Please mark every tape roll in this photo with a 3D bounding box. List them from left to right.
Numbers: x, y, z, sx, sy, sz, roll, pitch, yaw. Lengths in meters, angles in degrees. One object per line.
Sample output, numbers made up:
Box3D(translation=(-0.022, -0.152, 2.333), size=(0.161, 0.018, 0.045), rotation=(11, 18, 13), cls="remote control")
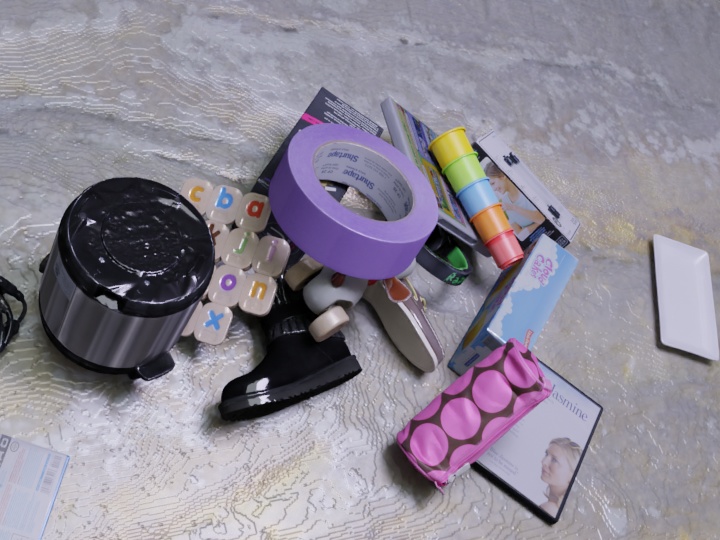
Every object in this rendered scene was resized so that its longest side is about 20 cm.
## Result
Box3D(translation=(-0.007, -0.085, 1.230), size=(0.198, 0.066, 0.202), rotation=(19, 39, -16), cls="tape roll")

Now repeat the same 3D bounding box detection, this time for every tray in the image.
Box3D(translation=(0.502, 0.043, 1.606), size=(0.106, 0.022, 0.202), rotation=(18, 55, -16), cls="tray")

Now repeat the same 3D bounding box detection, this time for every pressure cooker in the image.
Box3D(translation=(-0.268, 0.015, 1.145), size=(0.177, 0.200, 0.178), rotation=(19, 50, -16), cls="pressure cooker")

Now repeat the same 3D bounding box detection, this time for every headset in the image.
Box3D(translation=(0.082, -0.068, 1.406), size=(0.200, 0.094, 0.123), rotation=(47, 21, 21), cls="headset")

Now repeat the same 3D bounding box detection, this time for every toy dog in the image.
Box3D(translation=(0.000, 0.000, 1.258), size=(0.132, 0.096, 0.200), rotation=(44, 50, -6), cls="toy dog")

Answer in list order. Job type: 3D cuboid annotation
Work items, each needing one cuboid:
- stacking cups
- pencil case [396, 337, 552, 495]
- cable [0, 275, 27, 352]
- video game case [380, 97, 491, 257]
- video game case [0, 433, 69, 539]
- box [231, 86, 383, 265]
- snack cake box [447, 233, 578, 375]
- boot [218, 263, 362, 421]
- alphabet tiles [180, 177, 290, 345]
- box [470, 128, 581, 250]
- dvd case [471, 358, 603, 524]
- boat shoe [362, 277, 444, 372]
Box3D(translation=(0.159, -0.096, 1.421), size=(0.060, 0.060, 0.202), rotation=(-17, 77, -32), cls="stacking cups")
Box3D(translation=(0.144, 0.177, 1.258), size=(0.091, 0.200, 0.094), rotation=(43, 6, -43), cls="pencil case")
Box3D(translation=(-0.482, 0.042, 1.130), size=(0.199, 0.051, 0.164), rotation=(34, 58, -6), cls="cable")
Box3D(translation=(0.110, -0.130, 1.454), size=(0.181, 0.022, 0.202), rotation=(29, 36, -44), cls="video game case")
Box3D(translation=(-0.419, 0.228, 1.061), size=(0.198, 0.018, 0.145), rotation=(21, 55, -13), cls="video game case")
Box3D(translation=(-0.069, -0.124, 1.371), size=(0.105, 0.122, 0.201), rotation=(33, 53, -4), cls="box")
Box3D(translation=(0.209, 0.057, 1.400), size=(0.067, 0.115, 0.201), rotation=(37, 52, -1), cls="snack cake box")
Box3D(translation=(-0.108, 0.085, 1.253), size=(0.210, 0.079, 0.159), rotation=(-16, 75, -42), cls="boot")
Box3D(translation=(-0.190, -0.012, 1.255), size=(0.197, 0.015, 0.198), rotation=(14, 73, 11), cls="alphabet tiles")
Box3D(translation=(0.229, -0.109, 1.509), size=(0.200, 0.060, 0.117), rotation=(47, 25, 1), cls="box")
Box3D(translation=(0.238, 0.219, 1.378), size=(0.142, 0.018, 0.201), rotation=(36, 52, -1), cls="dvd case")
Box3D(translation=(0.053, 0.043, 1.364), size=(0.059, 0.072, 0.201), rotation=(-27, 70, -32), cls="boat shoe")
